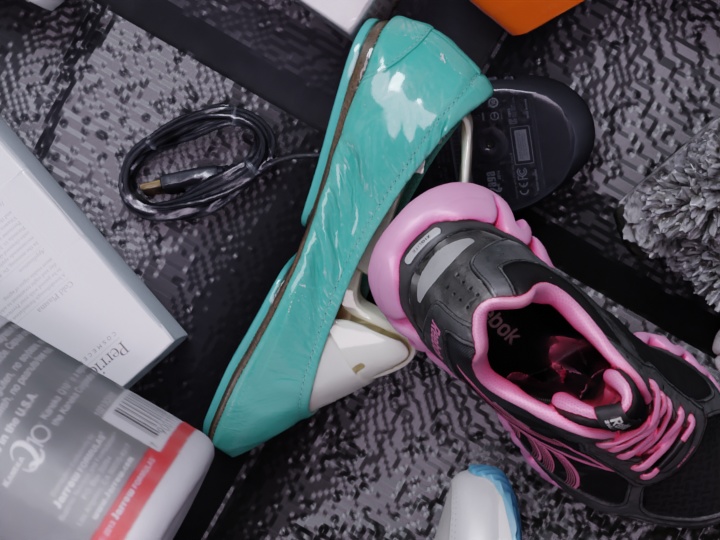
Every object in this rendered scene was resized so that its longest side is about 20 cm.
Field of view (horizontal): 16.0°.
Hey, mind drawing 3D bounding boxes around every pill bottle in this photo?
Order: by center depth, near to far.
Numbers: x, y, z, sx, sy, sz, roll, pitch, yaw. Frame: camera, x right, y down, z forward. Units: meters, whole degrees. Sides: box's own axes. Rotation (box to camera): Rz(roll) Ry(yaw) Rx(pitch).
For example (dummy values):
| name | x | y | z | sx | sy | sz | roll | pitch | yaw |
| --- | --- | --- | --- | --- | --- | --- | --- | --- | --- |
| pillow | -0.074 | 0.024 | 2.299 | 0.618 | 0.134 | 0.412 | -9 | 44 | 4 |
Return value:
| name | x | y | z | sx | sy | sz | roll | pitch | yaw |
| --- | --- | --- | --- | --- | --- | --- | --- | --- | --- |
| pill bottle | -0.167 | 0.066 | 0.978 | 0.200 | 0.114 | 0.114 | 30 | 93 | 1 |

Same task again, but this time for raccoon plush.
| name | x | y | z | sx | sy | sz | roll | pitch | yaw |
| --- | --- | --- | --- | --- | --- | --- | --- | --- | --- |
| raccoon plush | 0.182 | -0.011 | 0.973 | 0.097 | 0.200 | 0.134 | -39 | 87 | -24 |

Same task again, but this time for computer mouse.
| name | x | y | z | sx | sy | sz | roll | pitch | yaw |
| --- | --- | --- | --- | --- | --- | --- | --- | --- | --- |
| computer mouse | -0.002 | -0.049 | 1.058 | 0.199 | 0.034 | 0.059 | -4 | 108 | 9 |

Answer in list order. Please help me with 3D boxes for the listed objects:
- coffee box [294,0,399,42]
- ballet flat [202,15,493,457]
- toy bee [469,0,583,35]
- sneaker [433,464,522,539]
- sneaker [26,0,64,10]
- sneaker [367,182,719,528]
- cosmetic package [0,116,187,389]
| name | x | y | z | sx | sy | sz | roll | pitch | yaw |
| --- | --- | --- | --- | --- | --- | --- | --- | --- | --- |
| coffee box | 0.011 | -0.204 | 1.025 | 0.113 | 0.080 | 0.200 | 35 | 94 | 4 |
| ballet flat | 0.000 | 0.000 | 1.018 | 0.070 | 0.067 | 0.201 | 25 | 109 | 9 |
| toy bee | 0.131 | -0.165 | 1.005 | 0.199 | 0.131 | 0.109 | -4 | 57 | 21 |
| sneaker | 0.022 | 0.175 | 1.035 | 0.080 | 0.077 | 0.201 | 11 | 90 | 6 |
| sneaker | -0.157 | -0.209 | 1.039 | 0.105 | 0.075 | 0.200 | -38 | 84 | 9 |
| sneaker | 0.090 | 0.049 | 0.989 | 0.200 | 0.095 | 0.079 | 36 | 93 | -30 |
| cosmetic package | -0.195 | 0.036 | 1.060 | 0.200 | 0.052 | 0.151 | -41 | 87 | 4 |
